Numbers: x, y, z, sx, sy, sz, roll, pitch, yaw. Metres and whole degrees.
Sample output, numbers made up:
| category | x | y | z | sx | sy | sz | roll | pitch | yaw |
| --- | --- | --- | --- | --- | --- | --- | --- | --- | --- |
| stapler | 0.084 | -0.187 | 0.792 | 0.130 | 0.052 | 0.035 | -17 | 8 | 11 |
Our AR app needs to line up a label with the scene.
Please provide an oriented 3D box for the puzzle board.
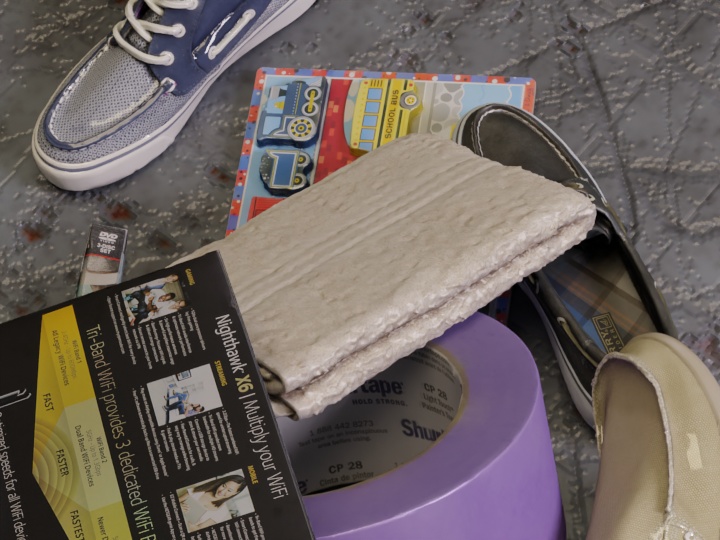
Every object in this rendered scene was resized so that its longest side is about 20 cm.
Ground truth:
| category | x | y | z | sx | sy | sz | roll | pitch | yaw |
| --- | --- | --- | --- | --- | --- | --- | --- | --- | --- |
| puzzle board | 0.005 | -0.019 | 1.336 | 0.150 | 0.017 | 0.200 | 2 | 60 | 12 |

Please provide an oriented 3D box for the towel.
| category | x | y | z | sx | sy | sz | roll | pitch | yaw |
| --- | --- | --- | --- | --- | --- | --- | --- | --- | --- |
| towel | 0.000 | 0.000 | 1.228 | 0.200 | 0.035 | 0.132 | -30 | 35 | -28 |

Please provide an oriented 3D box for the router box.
| category | x | y | z | sx | sy | sz | roll | pitch | yaw |
| --- | --- | --- | --- | --- | --- | --- | --- | --- | --- |
| router box | -0.105 | 0.093 | 1.068 | 0.157 | 0.052 | 0.200 | -18 | 41 | -2 |

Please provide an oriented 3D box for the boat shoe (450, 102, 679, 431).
| category | x | y | z | sx | sy | sz | roll | pitch | yaw |
| --- | --- | --- | --- | --- | --- | --- | --- | --- | --- |
| boat shoe | 0.104 | -0.011 | 1.281 | 0.068 | 0.057 | 0.200 | -19 | 61 | -16 |

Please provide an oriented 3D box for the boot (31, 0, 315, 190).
| category | x | y | z | sx | sy | sz | roll | pitch | yaw |
| --- | --- | --- | --- | --- | --- | --- | --- | --- | --- |
| boot | -0.103 | -0.135 | 1.381 | 0.073 | 0.090 | 0.200 | 35 | 71 | 26 |

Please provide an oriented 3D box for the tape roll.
| category | x | y | z | sx | sy | sz | roll | pitch | yaw |
| --- | --- | --- | --- | --- | --- | --- | --- | --- | --- |
| tape roll | -0.012 | 0.097 | 1.178 | 0.199 | 0.085 | 0.200 | -10 | 27 | 5 |

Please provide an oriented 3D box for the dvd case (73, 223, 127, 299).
| category | x | y | z | sx | sy | sz | roll | pitch | yaw |
| --- | --- | --- | --- | --- | --- | --- | --- | --- | --- |
| dvd case | -0.136 | 0.099 | 1.216 | 0.022 | 0.146 | 0.200 | 8 | 59 | -4 |

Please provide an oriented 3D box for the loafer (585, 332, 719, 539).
| category | x | y | z | sx | sy | sz | roll | pitch | yaw |
| --- | --- | --- | --- | --- | --- | --- | --- | --- | --- |
| loafer | 0.127 | 0.118 | 1.146 | 0.068 | 0.076 | 0.200 | 4 | 60 | -22 |
